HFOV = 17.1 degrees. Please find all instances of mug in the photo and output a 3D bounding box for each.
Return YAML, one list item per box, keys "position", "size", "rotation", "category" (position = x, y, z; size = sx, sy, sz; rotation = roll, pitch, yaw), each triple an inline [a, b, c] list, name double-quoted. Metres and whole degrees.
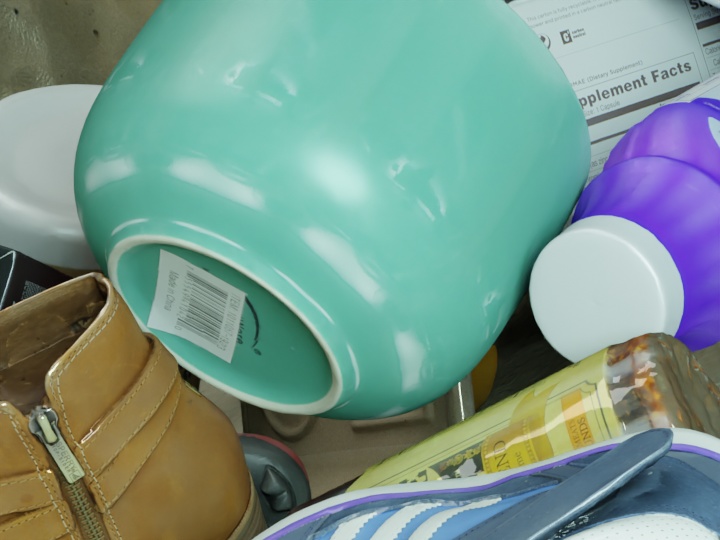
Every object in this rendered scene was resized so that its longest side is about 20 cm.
- position: [-0.008, -0.013, 0.786]
  size: [0.152, 0.185, 0.114]
  rotation: [-1, 46, 45]
  category: "mug"

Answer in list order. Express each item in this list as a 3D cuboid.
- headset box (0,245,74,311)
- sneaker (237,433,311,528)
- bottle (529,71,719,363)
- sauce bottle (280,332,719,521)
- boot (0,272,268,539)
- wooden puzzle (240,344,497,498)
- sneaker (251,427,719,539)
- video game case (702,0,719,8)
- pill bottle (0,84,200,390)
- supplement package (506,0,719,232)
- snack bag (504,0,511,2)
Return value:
- position: [-0.181, 0.019, 0.891]
  size: [0.200, 0.149, 0.077]
  rotation: [38, -112, -81]
  category: "headset box"
- position: [-0.088, 0.099, 0.984]
  size: [0.200, 0.071, 0.098]
  rotation: [-26, 14, 40]
  category: "sneaker"
- position: [0.122, -0.020, 0.811]
  size: [0.065, 0.084, 0.200]
  rotation: [-50, -13, 34]
  category: "bottle"
- position: [0.021, 0.088, 0.735]
  size: [0.200, 0.066, 0.066]
  rotation: [-31, 9, 20]
  category: "sauce bottle"
- position: [-0.125, 0.104, 0.774]
  size: [0.200, 0.155, 0.074]
  rotation: [-42, 44, -18]
  category: "boot"
- position: [0.000, 0.000, 0.974]
  size: [0.046, 0.200, 0.185]
  rotation: [2, -8, -29]
  category: "wooden puzzle"
- position: [0.012, 0.108, 0.603]
  size: [0.200, 0.081, 0.146]
  rotation: [-23, 8, 18]
  category: "sneaker"
- position: [0.217, -0.131, 0.930]
  size: [0.182, 0.023, 0.200]
  rotation: [29, 40, 28]
  category: "video game case"
- position: [-0.126, 0.028, 1.070]
  size: [0.114, 0.114, 0.200]
  rotation: [-42, -30, -46]
  category: "pill bottle"
- position: [0.089, -0.062, 1.019]
  size: [0.156, 0.111, 0.200]
  rotation: [-20, 4, -28]
  category: "supplement package"
- position: [0.016, -0.118, 1.115]
  size: [0.200, 0.021, 0.189]
  rotation: [-13, 3, -32]
  category: "snack bag"
